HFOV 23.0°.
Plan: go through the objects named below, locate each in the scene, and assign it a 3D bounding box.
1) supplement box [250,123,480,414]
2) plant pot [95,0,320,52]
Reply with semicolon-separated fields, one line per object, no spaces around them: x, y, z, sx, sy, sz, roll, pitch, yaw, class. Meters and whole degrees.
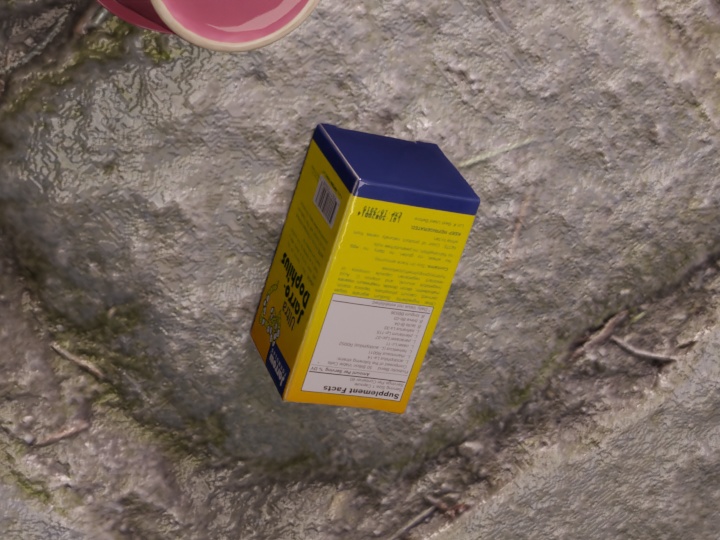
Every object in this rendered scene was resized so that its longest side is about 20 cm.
0.000;0.000;1.417;0.109;0.110;0.200;9;114;-24;supplement box
-0.103;-0.239;1.199;0.200;0.179;0.200;-9;121;-16;plant pot
